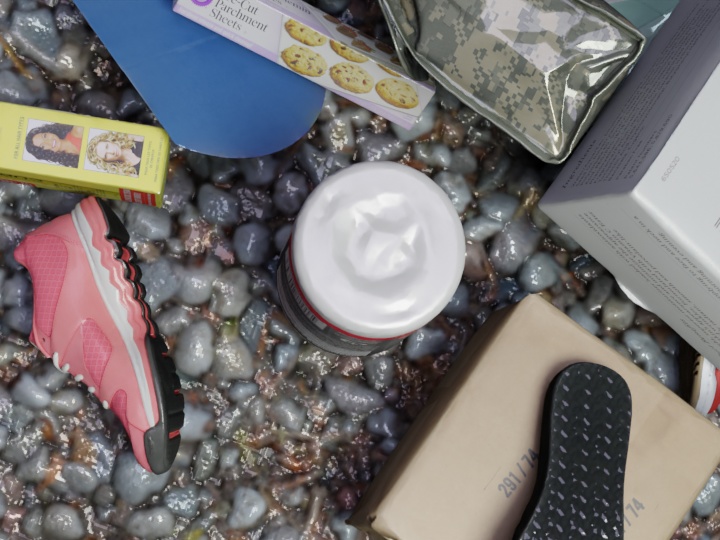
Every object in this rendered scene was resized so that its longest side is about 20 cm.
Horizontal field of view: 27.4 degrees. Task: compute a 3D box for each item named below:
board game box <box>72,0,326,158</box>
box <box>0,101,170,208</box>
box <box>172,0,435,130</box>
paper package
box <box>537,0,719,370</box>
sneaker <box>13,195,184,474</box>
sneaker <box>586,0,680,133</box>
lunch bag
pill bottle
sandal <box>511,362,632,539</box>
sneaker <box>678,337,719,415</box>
[{"bbox_3d":[-0.120,-0.158,1.076,0.158,0.039,0.201,-29,78,-41],"label":"board game box"},{"bbox_3d":[-0.235,-0.087,1.043,0.198,0.075,0.051,8,83,-7],"label":"box"},{"bbox_3d":[-0.039,-0.166,1.071,0.199,0.039,0.042,26,120,-17],"label":"box"},{"bbox_3d":[0.125,0.149,1.039,0.190,0.103,0.201,36,78,-2],"label":"paper package"},{"bbox_3d":[0.264,-0.061,0.984,0.199,0.131,0.201,40,76,-16],"label":"box"},{"bbox_3d":[-0.185,0.053,1.040,0.086,0.074,0.202,-20,80,3],"label":"sneaker"},{"bbox_3d":[0.245,-0.164,1.118,0.199,0.074,0.119,-17,77,0],"label":"sneaker"},{"bbox_3d":[0.085,-0.169,1.009,0.199,0.164,0.118,36,100,3],"label":"lunch bag"},{"bbox_3d":[0.000,0.000,0.996,0.110,0.200,0.112,1,81,-7],"label":"pill bottle"},{"bbox_3d":[0.137,0.161,0.970,0.075,0.048,0.202,19,67,-4],"label":"sandal"},{"bbox_3d":[0.305,0.019,1.101,0.111,0.071,0.202,14,77,-2],"label":"sneaker"}]
